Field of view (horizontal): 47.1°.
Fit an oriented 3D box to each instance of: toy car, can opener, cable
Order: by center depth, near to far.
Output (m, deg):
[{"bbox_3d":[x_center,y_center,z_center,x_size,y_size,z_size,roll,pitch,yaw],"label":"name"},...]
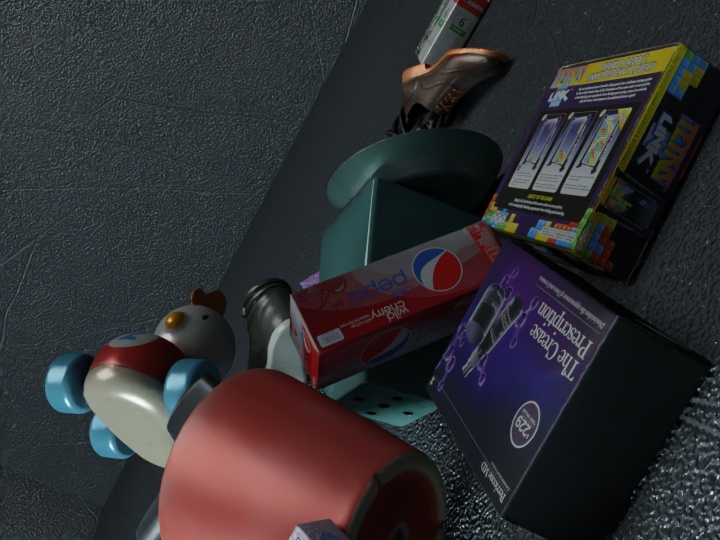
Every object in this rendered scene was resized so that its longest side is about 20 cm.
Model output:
[{"bbox_3d":[-0.154,0.187,0.778,0.063,0.079,0.202,-11,-43,-53],"label":"can opener"},{"bbox_3d":[-0.199,0.093,0.901,0.181,0.178,0.203,-1,49,22],"label":"toy car"},{"bbox_3d":[0.097,-0.253,1.285,0.165,0.050,0.201,-59,15,19],"label":"cable"}]

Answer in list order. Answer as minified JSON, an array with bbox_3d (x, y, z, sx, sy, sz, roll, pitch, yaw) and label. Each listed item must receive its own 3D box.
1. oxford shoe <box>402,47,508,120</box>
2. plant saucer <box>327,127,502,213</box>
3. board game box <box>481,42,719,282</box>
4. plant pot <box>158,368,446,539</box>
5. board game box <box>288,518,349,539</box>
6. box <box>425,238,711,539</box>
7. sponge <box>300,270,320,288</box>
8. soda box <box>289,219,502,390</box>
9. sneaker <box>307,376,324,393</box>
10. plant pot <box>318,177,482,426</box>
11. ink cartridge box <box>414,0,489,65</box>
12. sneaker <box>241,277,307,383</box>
[{"bbox_3d":[0.129,-0.254,1.140,0.199,0.070,0.075,-5,78,58],"label":"oxford shoe"},{"bbox_3d":[0.062,-0.086,0.900,0.200,0.196,0.037,-43,53,54],"label":"plant saucer"},{"bbox_3d":[0.189,-0.089,0.680,0.167,0.056,0.200,-62,14,3],"label":"board game box"},{"bbox_3d":[-0.037,0.198,0.682,0.175,0.200,0.204,9,69,38],"label":"plant pot"},{"bbox_3d":[-0.015,0.307,0.527,0.199,0.043,0.201,37,104,34],"label":"board game box"},{"bbox_3d":[0.129,0.076,0.577,0.143,0.078,0.200,-64,14,9],"label":"box"},{"bbox_3d":[0.000,0.000,1.100,0.111,0.030,0.199,-33,12,-20],"label":"sponge"},{"bbox_3d":[0.037,0.029,0.726,0.064,0.197,0.071,59,159,30],"label":"soda box"},{"bbox_3d":[-0.032,0.143,1.035,0.199,0.077,0.092,-38,56,25],"label":"sneaker"},{"bbox_3d":[0.033,0.043,0.848,0.141,0.139,0.204,-42,34,55],"label":"plant pot"},{"bbox_3d":[0.162,-0.424,1.342,0.202,0.050,0.109,-60,15,21],"label":"ink cartridge box"},{"bbox_3d":[-0.104,0.093,0.945,0.100,0.069,0.202,64,145,39],"label":"sneaker"}]
